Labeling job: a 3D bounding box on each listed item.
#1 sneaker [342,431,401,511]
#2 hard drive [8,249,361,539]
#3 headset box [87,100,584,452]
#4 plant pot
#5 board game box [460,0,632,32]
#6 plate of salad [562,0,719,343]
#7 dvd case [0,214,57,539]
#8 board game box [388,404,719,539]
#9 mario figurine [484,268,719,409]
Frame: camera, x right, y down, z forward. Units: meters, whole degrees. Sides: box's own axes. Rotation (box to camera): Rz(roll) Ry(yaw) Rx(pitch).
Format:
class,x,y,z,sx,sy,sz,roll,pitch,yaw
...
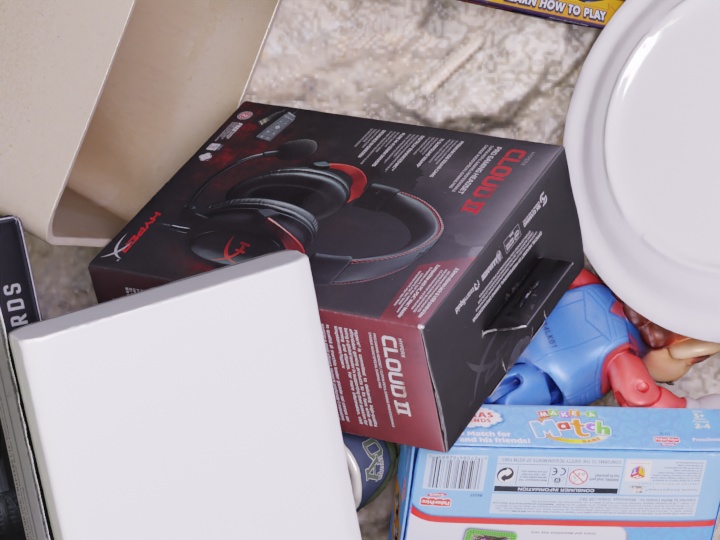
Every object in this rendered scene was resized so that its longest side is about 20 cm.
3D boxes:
class,x,y,z,sx,sy,sz,roll,pitch,yaw
sneaker,-0.078,0.108,1.257,0.200,0.090,0.067,-18,95,5
hard drive,-0.067,0.104,1.165,0.132,0.026,0.200,-17,107,-20
headset box,0.000,0.000,1.253,0.200,0.149,0.075,10,130,29
plant pot,-0.156,-0.135,1.282,0.177,0.200,0.200,22,94,13
board game box,0.052,-0.209,1.268,0.200,0.057,0.166,7,97,-36
plate of salad,0.188,-0.062,1.256,0.200,0.048,0.201,-9,72,29
dvd case,-0.181,0.063,1.252,0.025,0.200,0.151,-12,87,-26
board game box,0.086,0.153,1.290,0.151,0.037,0.200,2,124,-8
mario figurine,0.113,0.048,1.317,0.200,0.106,0.124,-18,92,-9
